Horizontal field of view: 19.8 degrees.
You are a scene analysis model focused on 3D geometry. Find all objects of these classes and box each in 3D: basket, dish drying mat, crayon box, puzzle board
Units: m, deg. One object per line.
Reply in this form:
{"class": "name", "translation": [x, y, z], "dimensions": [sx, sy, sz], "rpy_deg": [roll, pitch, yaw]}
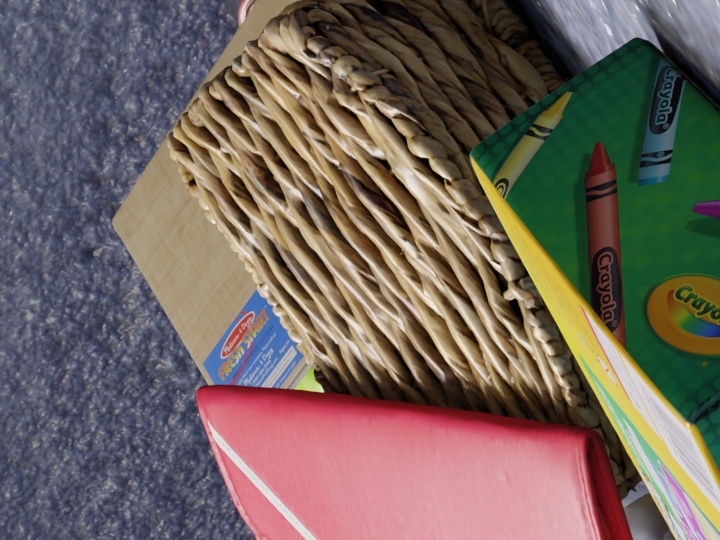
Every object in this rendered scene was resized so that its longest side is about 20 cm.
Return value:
{"class": "basket", "translation": [0.057, -0.023, 0.727], "dimensions": [0.201, 0.149, 0.143], "rpy_deg": [56, 146, 4]}
{"class": "dish drying mat", "translation": [0.016, 0.079, 0.711], "dimensions": [0.199, 0.018, 0.077], "rpy_deg": [4, 118, 51]}
{"class": "crayon box", "translation": [0.110, 0.050, 0.542], "dimensions": [0.200, 0.058, 0.119], "rpy_deg": [57, 179, -40]}
{"class": "puzzle board", "translation": [-0.028, -0.045, 0.920], "dimensions": [0.017, 0.200, 0.151], "rpy_deg": [9, -144, -45]}

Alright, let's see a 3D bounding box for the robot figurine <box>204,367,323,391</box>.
{"class": "robot figurine", "translation": [0.000, 0.000, 0.983], "dimensions": [0.201, 0.175, 0.116], "rpy_deg": [63, 179, 30]}

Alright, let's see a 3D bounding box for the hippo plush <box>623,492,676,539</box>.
{"class": "hippo plush", "translation": [0.135, 0.131, 0.765], "dimensions": [0.200, 0.159, 0.161], "rpy_deg": [41, 143, 19]}

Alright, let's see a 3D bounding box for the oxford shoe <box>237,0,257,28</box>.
{"class": "oxford shoe", "translation": [0.008, -0.100, 1.103], "dimensions": [0.200, 0.070, 0.075], "rpy_deg": [56, -154, -36]}

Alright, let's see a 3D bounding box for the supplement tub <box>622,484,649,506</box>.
{"class": "supplement tub", "translation": [0.139, 0.194, 1.204], "dimensions": [0.145, 0.144, 0.200], "rpy_deg": [56, 179, 5]}
